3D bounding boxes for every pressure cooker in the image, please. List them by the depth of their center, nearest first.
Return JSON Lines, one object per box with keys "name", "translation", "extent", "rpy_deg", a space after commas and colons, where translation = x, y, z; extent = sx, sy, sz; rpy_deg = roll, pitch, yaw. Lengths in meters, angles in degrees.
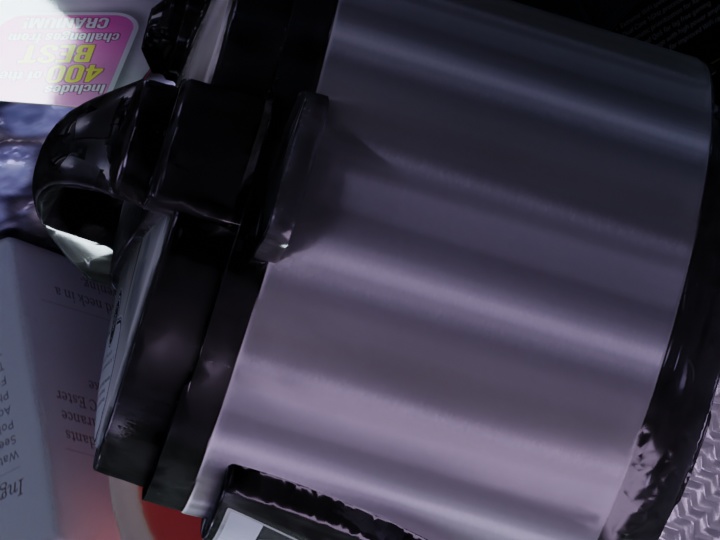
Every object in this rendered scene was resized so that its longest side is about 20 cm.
{"name": "pressure cooker", "translation": [0.001, -0.003, 0.882], "extent": [0.199, 0.179, 0.176], "rpy_deg": [17, 126, -6]}

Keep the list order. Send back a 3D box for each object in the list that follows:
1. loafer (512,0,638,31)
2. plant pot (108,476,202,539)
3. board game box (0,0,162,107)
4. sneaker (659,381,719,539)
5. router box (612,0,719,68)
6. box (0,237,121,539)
{"name": "loafer", "translation": [0.023, -0.081, 0.985], "extent": [0.200, 0.073, 0.072], "rpy_deg": [-32, -172, 23]}
{"name": "plant pot", "translation": [0.019, 0.066, 1.078], "extent": [0.200, 0.201, 0.177], "rpy_deg": [-30, 158, 33]}
{"name": "board game box", "translation": [-0.102, -0.118, 0.862], "extent": [0.152, 0.041, 0.200], "rpy_deg": [3, 150, -29]}
{"name": "sneaker", "translation": [0.130, 0.042, 0.936], "extent": [0.074, 0.118, 0.201], "rpy_deg": [30, 116, 0]}
{"name": "router box", "translation": [0.135, -0.052, 0.976], "extent": [0.200, 0.150, 0.051], "rpy_deg": [-30, 150, 34]}
{"name": "box", "translation": [-0.130, 0.104, 1.198], "extent": [0.199, 0.131, 0.199], "rpy_deg": [-28, 150, 30]}
